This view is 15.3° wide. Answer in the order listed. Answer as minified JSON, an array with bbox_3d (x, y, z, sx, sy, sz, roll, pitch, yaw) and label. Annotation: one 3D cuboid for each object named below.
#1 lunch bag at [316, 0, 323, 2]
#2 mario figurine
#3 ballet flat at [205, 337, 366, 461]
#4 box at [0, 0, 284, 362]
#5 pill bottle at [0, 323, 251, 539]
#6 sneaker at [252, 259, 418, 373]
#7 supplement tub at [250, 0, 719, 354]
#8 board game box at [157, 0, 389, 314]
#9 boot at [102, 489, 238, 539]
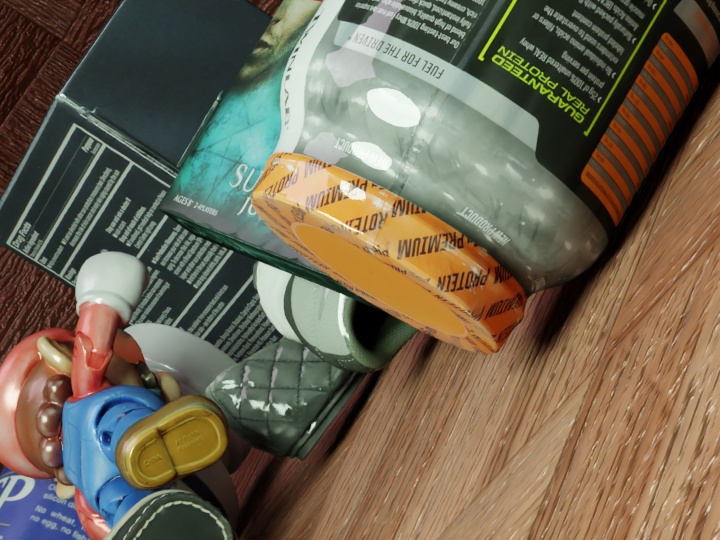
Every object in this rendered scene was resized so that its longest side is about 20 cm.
[{"bbox_3d":[0.005,-0.156,1.035,0.200,0.175,0.083,-22,-62,-53],"label":"lunch bag"},{"bbox_3d":[-0.098,0.070,1.231,0.124,0.106,0.200,-59,28,1],"label":"mario figurine"},{"bbox_3d":[0.000,0.000,1.236,0.200,0.057,0.067,-57,2,-31],"label":"ballet flat"},{"bbox_3d":[-0.079,-0.045,1.475,0.124,0.198,0.200,-60,7,-28],"label":"box"},{"bbox_3d":[-0.130,0.131,1.348,0.201,0.119,0.120,-60,6,-31],"label":"pill bottle"},{"bbox_3d":[0.044,-0.039,1.094,0.200,0.074,0.079,-52,37,3],"label":"sneaker"},{"bbox_3d":[0.055,-0.082,0.878,0.201,0.122,0.123,-58,5,-11],"label":"supplement tub"},{"bbox_3d":[0.013,-0.055,1.053,0.200,0.028,0.136,21,77,51],"label":"board game box"},{"bbox_3d":[-0.084,0.163,0.989,0.201,0.073,0.151,-64,6,-22],"label":"boot"}]
